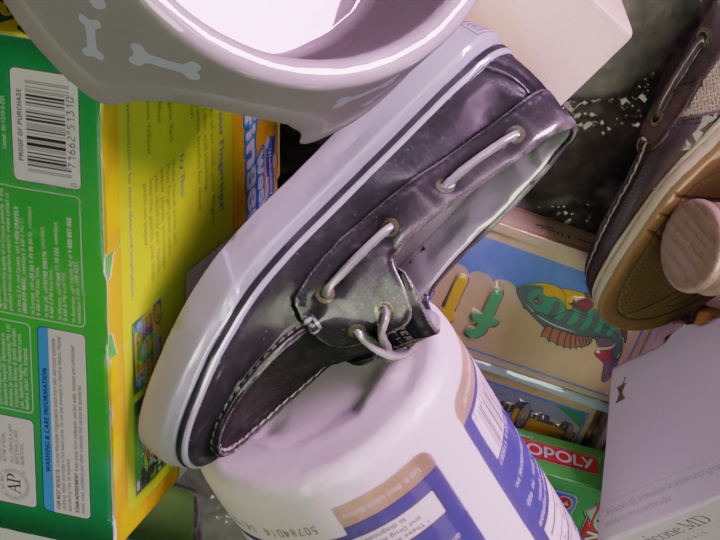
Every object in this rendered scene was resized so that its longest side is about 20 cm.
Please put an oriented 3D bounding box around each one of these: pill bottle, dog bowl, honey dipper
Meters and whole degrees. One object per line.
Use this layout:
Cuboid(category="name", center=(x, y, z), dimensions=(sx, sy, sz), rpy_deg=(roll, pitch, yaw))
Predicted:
Cuboid(category="pill bottle", center=(0.027, 0.111, 1.080), dimensions=(0.111, 0.111, 0.200), rpy_deg=(-26, 124, 10))
Cuboid(category="dog bowl", center=(-0.035, -0.143, 0.926), dimensions=(0.199, 0.059, 0.201), rpy_deg=(6, 78, -30))
Cuboid(category="honey dipper", center=(0.207, 0.002, 1.112), dimensions=(0.199, 0.038, 0.038), rpy_deg=(9, 118, -36))

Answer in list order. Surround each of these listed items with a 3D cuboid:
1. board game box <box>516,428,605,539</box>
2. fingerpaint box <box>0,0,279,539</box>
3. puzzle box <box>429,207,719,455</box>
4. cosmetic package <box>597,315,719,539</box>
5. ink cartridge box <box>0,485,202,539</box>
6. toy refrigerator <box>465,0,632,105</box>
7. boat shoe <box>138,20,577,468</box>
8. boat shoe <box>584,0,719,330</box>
Cuboid(category="board game box", center=(0.028, 0.149, 1.193), dimensions=(0.134, 0.029, 0.200), rpy_deg=(15, 124, -10))
Cuboid(category="fingerpaint box", center=(-0.092, -0.024, 1.039), dimensions=(0.073, 0.167, 0.201), rpy_deg=(10, 117, 18))
Cuboid(category="puzzle box", center=(0.058, 0.040, 1.162), dimensions=(0.199, 0.025, 0.133), rpy_deg=(18, 114, -11))
Cuboid(category="cosmetic package", center=(0.209, 0.089, 1.120), dimensions=(0.199, 0.085, 0.108), rpy_deg=(18, 155, -22))
Cuboid(category="ink cartridge box", center=(-0.178, 0.127, 1.173), dimensions=(0.199, 0.059, 0.104), rpy_deg=(16, 114, -10))
Cuboid(category="toy refrigerator", center=(0.007, -0.143, 1.044), dimensions=(0.200, 0.076, 0.070), rpy_deg=(41, 108, -20))
Cuboid(category="boat shoe", center=(0.000, 0.000, 0.995), dimensions=(0.071, 0.072, 0.200), rpy_deg=(39, 90, 20))
Cuboid(category="boat shoe", center=(0.152, -0.066, 1.094), dimensions=(0.073, 0.065, 0.200), rpy_deg=(18, 116, -43))
